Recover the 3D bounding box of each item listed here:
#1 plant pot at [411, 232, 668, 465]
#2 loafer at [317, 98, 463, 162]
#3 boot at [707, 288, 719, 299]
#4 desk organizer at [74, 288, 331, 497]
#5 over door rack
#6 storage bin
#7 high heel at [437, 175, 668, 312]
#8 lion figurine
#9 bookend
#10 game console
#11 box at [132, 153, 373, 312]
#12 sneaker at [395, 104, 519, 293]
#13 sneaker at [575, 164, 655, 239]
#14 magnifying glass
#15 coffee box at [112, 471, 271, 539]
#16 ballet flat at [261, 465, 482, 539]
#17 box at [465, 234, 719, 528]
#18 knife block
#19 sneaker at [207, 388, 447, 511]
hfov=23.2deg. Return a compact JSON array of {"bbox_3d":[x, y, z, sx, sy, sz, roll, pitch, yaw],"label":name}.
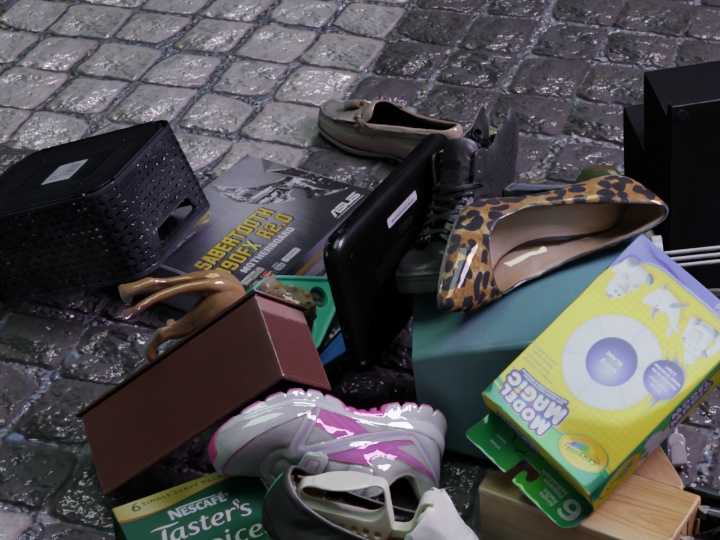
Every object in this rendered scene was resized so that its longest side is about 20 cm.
[{"bbox_3d":[0.143,0.071,1.424,0.197,0.143,0.142,-4,35,5],"label":"plant pot"},{"bbox_3d":[0.035,-0.150,1.812,0.199,0.063,0.072,25,45,35],"label":"loafer"},{"bbox_3d":[0.384,0.033,1.525,0.197,0.068,0.131,8,28,11],"label":"boot"},{"bbox_3d":[-0.125,0.104,1.391,0.199,0.071,0.078,-34,61,23],"label":"desk organizer"},{"bbox_3d":[0.313,0.064,1.423,0.146,0.067,0.202,-6,68,10],"label":"over door rack"},{"bbox_3d":[-0.257,-0.054,1.626,0.198,0.094,0.135,-11,27,34],"label":"storage bin"},{"bbox_3d":[0.150,-0.021,1.371,0.141,0.072,0.200,3,30,30],"label":"high heel"},{"bbox_3d":[-0.111,0.036,1.423,0.121,0.200,0.073,-18,78,9],"label":"lion figurine"},{"bbox_3d":[0.304,-0.117,1.614,0.091,0.201,0.201,-9,34,-2],"label":"bookend"},{"bbox_3d":[0.000,0.000,1.489,0.115,0.178,0.200,5,35,32],"label":"game console"},{"bbox_3d":[-0.101,-0.028,1.667,0.157,0.049,0.200,19,41,29],"label":"box"},{"bbox_3d":[0.080,-0.061,1.448,0.059,0.105,0.199,0,21,34],"label":"sneaker"},{"bbox_3d":[0.214,-0.031,1.615,0.089,0.068,0.201,-6,38,-11],"label":"sneaker"},{"bbox_3d":[-0.034,0.023,1.583,0.199,0.022,0.080,-31,87,-45],"label":"magnifying glass"},{"bbox_3d":[-0.099,0.231,1.303,0.122,0.044,0.200,-17,37,-17],"label":"coffee box"},{"bbox_3d":[0.025,0.190,1.284,0.198,0.069,0.068,14,27,0],"label":"ballet flat"},{"bbox_3d":[0.180,0.083,1.289,0.200,0.048,0.117,-45,64,-7],"label":"box"},{"bbox_3d":[0.202,0.207,1.285,0.197,0.065,0.176,-11,35,-9],"label":"knife block"},{"bbox_3d":[-0.019,0.150,1.347,0.198,0.082,0.089,4,52,-19],"label":"sneaker"}]
